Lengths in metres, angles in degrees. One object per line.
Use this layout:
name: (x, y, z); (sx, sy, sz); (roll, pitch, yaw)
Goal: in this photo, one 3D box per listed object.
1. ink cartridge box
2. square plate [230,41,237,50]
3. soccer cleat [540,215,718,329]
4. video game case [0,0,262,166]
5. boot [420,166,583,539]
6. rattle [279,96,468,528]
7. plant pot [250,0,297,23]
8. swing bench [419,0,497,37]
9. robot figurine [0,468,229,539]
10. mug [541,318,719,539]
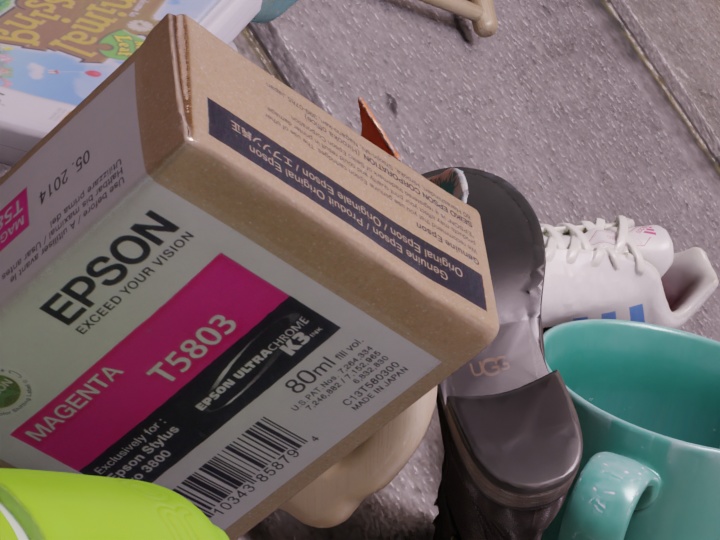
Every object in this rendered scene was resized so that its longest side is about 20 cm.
ink cartridge box: (-0.073, 0.020, 1.132); (0.164, 0.200, 0.075); (30, 34, -33)
square plate: (-0.134, -0.110, 1.375); (0.200, 0.028, 0.199); (40, 31, -22)
soccer cleat: (0.112, -0.004, 1.554); (0.199, 0.086, 0.070); (14, 45, -48)
video game case: (-0.156, -0.105, 1.228); (0.181, 0.022, 0.200); (16, 29, 11)
boot: (0.049, 0.075, 1.318); (0.069, 0.175, 0.201); (-5, 54, -8)
rattle: (0.000, 0.000, 1.258); (0.130, 0.201, 0.143); (30, 28, 24)
plant pot: (-0.073, -0.237, 1.409); (0.200, 0.196, 0.196); (52, -2, -41)
swing bench: (0.014, -0.266, 1.673); (0.198, 0.130, 0.201); (16, 39, -47)
robot figurine: (-0.120, 0.129, 1.027); (0.200, 0.116, 0.176); (8, 44, -52)
mug: (0.130, 0.107, 1.403); (0.184, 0.115, 0.152); (-1, 25, -36)
